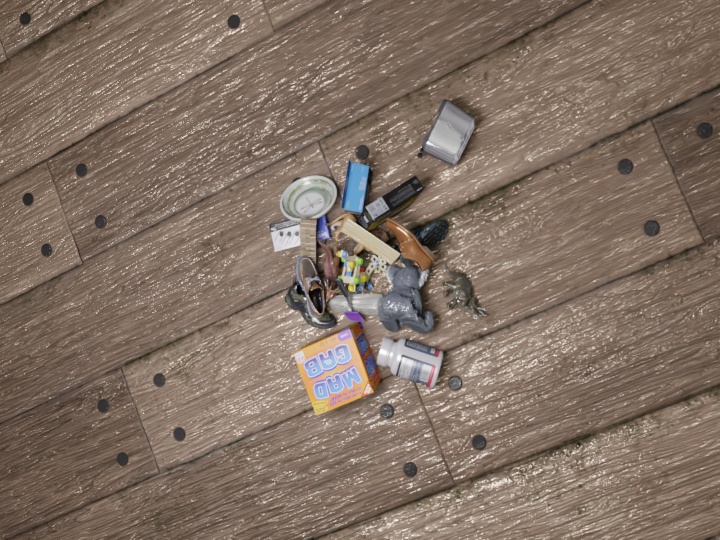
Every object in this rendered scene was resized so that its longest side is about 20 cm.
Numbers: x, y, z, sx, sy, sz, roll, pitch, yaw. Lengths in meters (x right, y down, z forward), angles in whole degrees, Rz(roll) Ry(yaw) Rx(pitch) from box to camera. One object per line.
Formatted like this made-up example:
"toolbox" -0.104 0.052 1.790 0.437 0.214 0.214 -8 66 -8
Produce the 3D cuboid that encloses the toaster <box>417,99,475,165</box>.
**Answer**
"toaster" 0.275 -0.420 1.650 0.127 0.114 0.204 27 93 6

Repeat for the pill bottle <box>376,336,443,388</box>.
"pill bottle" 0.156 0.285 1.672 0.195 0.119 0.123 18 93 9

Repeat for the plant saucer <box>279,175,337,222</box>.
"plant saucer" -0.167 -0.225 1.728 0.194 0.051 0.204 -7 52 9

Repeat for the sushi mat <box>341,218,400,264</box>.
"sushi mat" 0.032 -0.088 1.639 0.197 0.096 0.012 34 65 -1

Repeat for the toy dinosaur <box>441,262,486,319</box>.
"toy dinosaur" 0.317 0.067 1.677 0.100 0.077 0.205 -20 82 -3

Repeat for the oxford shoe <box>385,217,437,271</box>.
"oxford shoe" 0.141 -0.079 1.596 0.200 0.071 0.071 45 89 1

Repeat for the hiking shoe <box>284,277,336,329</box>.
"hiking shoe" -0.159 0.111 1.730 0.197 0.076 0.102 32 125 8

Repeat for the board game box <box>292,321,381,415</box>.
"board game box" -0.068 0.303 1.667 0.196 0.200 0.205 -23 87 9

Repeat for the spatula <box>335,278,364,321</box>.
"spatula" -0.041 0.098 1.665 0.055 0.021 0.203 0 131 25

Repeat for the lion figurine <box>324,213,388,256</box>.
"lion figurine" -0.012 -0.126 1.708 0.199 0.073 0.123 39 114 -9

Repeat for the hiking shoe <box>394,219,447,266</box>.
"hiking shoe" 0.190 -0.105 1.685 0.198 0.087 0.075 -36 129 -11

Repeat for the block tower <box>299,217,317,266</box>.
"block tower" -0.167 -0.086 1.693 0.056 0.202 0.055 5 51 -3

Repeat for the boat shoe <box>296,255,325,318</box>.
"boat shoe" -0.148 0.049 1.672 0.071 0.072 0.205 -18 90 -22

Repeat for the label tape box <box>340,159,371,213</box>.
"label tape box" -0.009 -0.254 1.653 0.061 0.200 0.149 9 92 5

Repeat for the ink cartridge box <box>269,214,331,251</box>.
"ink cartridge box" -0.201 -0.133 1.765 0.194 0.044 0.097 -14 89 9

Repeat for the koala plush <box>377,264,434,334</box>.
"koala plush" 0.143 0.072 1.658 0.173 0.184 0.205 1 62 30

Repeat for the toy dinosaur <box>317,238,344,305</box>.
"toy dinosaur" -0.093 0.000 1.685 0.083 0.137 0.204 -4 123 20

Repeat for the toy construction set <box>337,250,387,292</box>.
"toy construction set" 0.000 0.000 1.677 0.091 0.197 0.136 6 97 42

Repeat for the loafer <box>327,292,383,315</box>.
"loafer" -0.018 0.102 1.732 0.194 0.071 0.071 4 57 15

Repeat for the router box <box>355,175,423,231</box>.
"router box" 0.086 -0.197 1.625 0.198 0.157 0.053 -34 86 -18
